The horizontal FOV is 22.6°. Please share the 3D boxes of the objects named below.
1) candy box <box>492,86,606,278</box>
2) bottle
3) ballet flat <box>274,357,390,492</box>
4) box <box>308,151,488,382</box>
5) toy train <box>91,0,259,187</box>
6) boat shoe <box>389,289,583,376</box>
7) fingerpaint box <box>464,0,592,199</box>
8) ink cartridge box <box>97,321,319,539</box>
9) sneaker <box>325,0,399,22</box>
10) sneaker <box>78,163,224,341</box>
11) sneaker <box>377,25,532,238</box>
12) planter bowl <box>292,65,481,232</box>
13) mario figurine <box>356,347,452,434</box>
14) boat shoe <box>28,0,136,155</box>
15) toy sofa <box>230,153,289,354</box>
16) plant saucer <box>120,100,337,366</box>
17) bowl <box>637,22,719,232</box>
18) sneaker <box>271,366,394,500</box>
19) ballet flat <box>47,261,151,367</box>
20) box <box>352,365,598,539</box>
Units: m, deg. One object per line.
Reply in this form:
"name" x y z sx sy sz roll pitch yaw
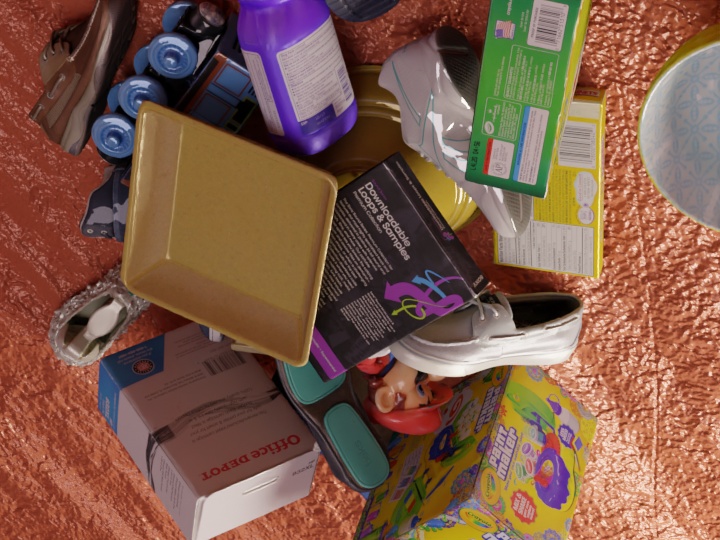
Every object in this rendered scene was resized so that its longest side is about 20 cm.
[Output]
"candy box" 0.168 -0.080 1.617 0.102 0.026 0.201 11 133 17
"bottle" -0.062 -0.199 1.528 0.065 0.083 0.201 15 135 41
"ballet flat" -0.036 0.121 1.725 0.073 0.073 0.201 -20 101 35
"box" 0.000 0.000 1.607 0.199 0.036 0.143 -30 97 39
"toy train" -0.161 -0.153 1.632 0.114 0.087 0.200 32 125 -13
"boat shoe" 0.120 0.048 1.680 0.200 0.070 0.072 -3 126 -28
"fingerpaint box" 0.141 -0.190 1.430 0.073 0.167 0.201 13 135 8
"ink cartridge box" -0.155 0.157 1.814 0.200 0.144 0.084 50 146 31
"sneaker" -0.023 -0.286 1.483 0.074 0.083 0.200 -26 139 9
"sneaker" -0.197 -0.022 1.770 0.145 0.077 0.204 1 122 6
"sneaker" 0.086 -0.114 1.561 0.080 0.071 0.201 -15 113 33
"planter bowl" 0.018 -0.080 1.637 0.199 0.084 0.201 11 133 12
"mario figurine" 0.038 0.065 1.733 0.106 0.123 0.201 1 120 56
"boat shoe" -0.262 -0.188 1.660 0.071 0.076 0.200 28 133 -2
"toy sofa" -0.080 -0.011 1.736 0.097 0.083 0.201 6 134 14
"plant saucer" -0.110 -0.040 1.596 0.199 0.048 0.201 23 125 18
"bowl" 0.328 -0.134 1.447 0.199 0.108 0.201 11 134 12
"sneaker" -0.030 0.174 1.890 0.110 0.077 0.201 -7 126 24
"ballet flat" -0.282 0.055 1.893 0.072 0.072 0.200 36 134 -12
"box" 0.111 0.218 1.788 0.122 0.201 0.192 40 133 -16
